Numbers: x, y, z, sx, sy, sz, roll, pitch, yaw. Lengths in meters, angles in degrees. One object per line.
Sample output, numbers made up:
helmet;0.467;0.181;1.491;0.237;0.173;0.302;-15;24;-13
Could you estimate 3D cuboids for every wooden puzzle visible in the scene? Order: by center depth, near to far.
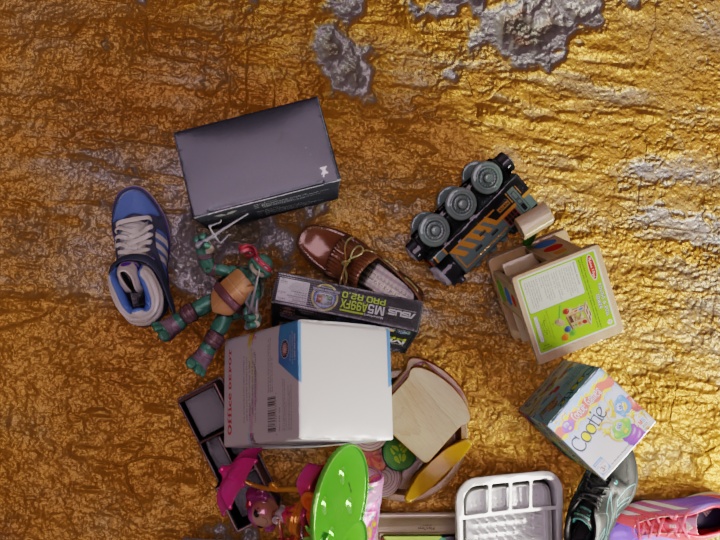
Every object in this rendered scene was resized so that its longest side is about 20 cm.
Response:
wooden puzzle;0.096;0.444;1.503;0.183;0.037;0.203;0;88;-2

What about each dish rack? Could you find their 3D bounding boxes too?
dish rack;0.203;0.384;1.487;0.170;0.043;0.203;-1;88;-23

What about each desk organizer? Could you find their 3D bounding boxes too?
desk organizer;-0.184;0.255;1.479;0.071;0.077;0.201;-27;89;-3

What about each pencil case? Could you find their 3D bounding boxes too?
pencil case;-0.017;0.363;1.459;0.086;0.087;0.202;5;101;-2

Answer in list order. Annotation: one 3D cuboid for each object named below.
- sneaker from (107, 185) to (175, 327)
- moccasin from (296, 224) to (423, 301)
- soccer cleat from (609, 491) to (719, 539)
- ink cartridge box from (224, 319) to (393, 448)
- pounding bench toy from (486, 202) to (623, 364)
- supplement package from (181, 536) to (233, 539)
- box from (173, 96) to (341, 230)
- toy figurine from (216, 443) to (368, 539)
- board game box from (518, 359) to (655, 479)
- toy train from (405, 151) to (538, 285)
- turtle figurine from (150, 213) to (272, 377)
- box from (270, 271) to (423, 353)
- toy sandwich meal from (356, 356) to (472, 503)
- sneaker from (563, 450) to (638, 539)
sneaker;-0.304;-0.023;1.450;0.080;0.146;0.202;-8;89;-2
moccasin;-0.001;0.001;1.494;0.201;0.078;0.074;38;87;0
soccer cleat;0.437;0.357;1.498;0.198;0.073;0.069;-10;89;-1
ink cartridge box;-0.073;0.155;1.395;0.145;0.199;0.149;7;76;-34
pounding bench toy;0.248;-0.004;1.449;0.123;0.156;0.202;-21;104;-3
supplement package;-0.163;0.480;1.438;0.189;0.147;0.203;3;87;-2
box;-0.134;-0.139;1.434;0.195;0.200;0.119;-15;88;-3
toy figurine;-0.097;0.304;1.380;0.182;0.150;0.202;6;128;27
board game box;0.301;0.196;1.436;0.103;0.200;0.105;43;88;0
toy train;0.158;-0.071;1.503;0.200;0.085;0.114;-45;100;-3
turtle figurine;-0.176;0.034;1.409;0.200;0.101;0.150;-48;64;4
box;-0.022;0.061;1.449;0.198;0.160;0.045;12;74;-2
toy sandwich meal;0.068;0.229;1.492;0.203;0.070;0.208;0;88;-2
sneaker;0.333;0.323;1.478;0.075;0.079;0.202;12;78;30
